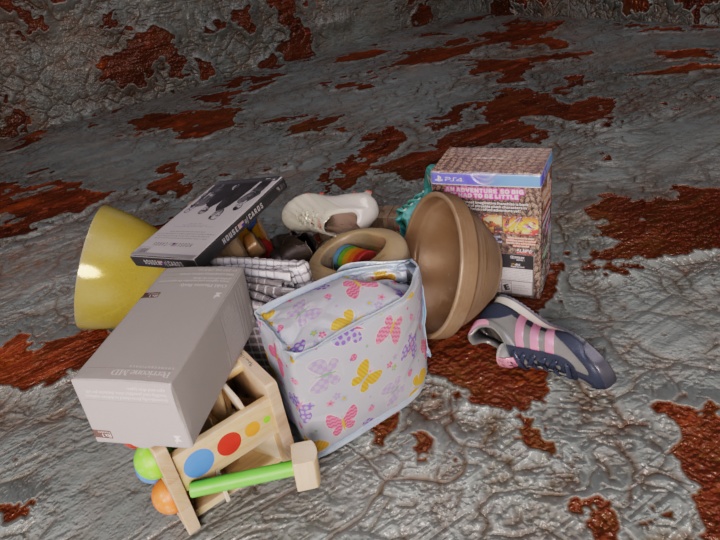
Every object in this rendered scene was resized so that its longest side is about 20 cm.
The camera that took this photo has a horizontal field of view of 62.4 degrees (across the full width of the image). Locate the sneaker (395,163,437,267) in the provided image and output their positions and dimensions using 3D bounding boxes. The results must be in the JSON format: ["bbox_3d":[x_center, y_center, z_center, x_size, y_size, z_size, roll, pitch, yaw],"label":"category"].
[{"bbox_3d":[0.097,-0.092,0.967,0.079,0.078,0.202,14,66,4],"label":"sneaker"}]

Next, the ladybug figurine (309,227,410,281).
[{"bbox_3d":[0.000,0.000,0.835,0.135,0.072,0.199,-38,27,-16],"label":"ladybug figurine"}]

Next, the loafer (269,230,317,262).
[{"bbox_3d":[-0.100,-0.027,0.971,0.071,0.074,0.200,-26,16,1],"label":"loafer"}]

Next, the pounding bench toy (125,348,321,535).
[{"bbox_3d":[-0.153,0.192,0.633,0.155,0.126,0.199,-28,35,-28],"label":"pounding bench toy"}]

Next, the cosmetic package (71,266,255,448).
[{"bbox_3d":[-0.192,0.082,0.621,0.105,0.091,0.201,-1,28,9],"label":"cosmetic package"}]

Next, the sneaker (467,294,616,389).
[{"bbox_3d":[0.219,0.105,0.745,0.082,0.071,0.200,-39,35,-14],"label":"sneaker"}]

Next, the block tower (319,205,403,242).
[{"bbox_3d":[0.013,-0.087,1.127,0.197,0.058,0.054,0,31,19],"label":"block tower"}]

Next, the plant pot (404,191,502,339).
[{"bbox_3d":[0.134,-0.005,0.833,0.091,0.203,0.201,3,26,-19],"label":"plant pot"}]

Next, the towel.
[{"bbox_3d":[-0.145,0.073,0.793,0.198,0.167,0.086,4,35,25],"label":"towel"}]

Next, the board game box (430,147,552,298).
[{"bbox_3d":[0.202,-0.074,0.903,0.158,0.202,0.097,7,34,25],"label":"board game box"}]

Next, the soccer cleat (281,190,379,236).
[{"bbox_3d":[-0.062,-0.089,0.984,0.198,0.070,0.078,-3,40,34],"label":"soccer cleat"}]

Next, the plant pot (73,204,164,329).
[{"bbox_3d":[-0.365,0.008,0.974,0.140,0.202,0.201,12,28,-12],"label":"plant pot"}]

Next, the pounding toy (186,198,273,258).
[{"bbox_3d":[-0.193,-0.016,0.965,0.141,0.186,0.201,-19,29,8],"label":"pounding toy"}]

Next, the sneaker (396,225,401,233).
[{"bbox_3d":[0.075,-0.055,1.022,0.076,0.086,0.199,16,39,39],"label":"sneaker"}]

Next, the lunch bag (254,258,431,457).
[{"bbox_3d":[-0.008,0.093,0.714,0.198,0.171,0.127,-25,38,-21],"label":"lunch bag"}]

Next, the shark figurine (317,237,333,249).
[{"bbox_3d":[-0.024,-0.004,0.983,0.128,0.089,0.215,-43,20,10],"label":"shark figurine"}]

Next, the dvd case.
[{"bbox_3d":[-0.217,-0.072,0.861,0.149,0.025,0.200,3,41,37],"label":"dvd case"}]
